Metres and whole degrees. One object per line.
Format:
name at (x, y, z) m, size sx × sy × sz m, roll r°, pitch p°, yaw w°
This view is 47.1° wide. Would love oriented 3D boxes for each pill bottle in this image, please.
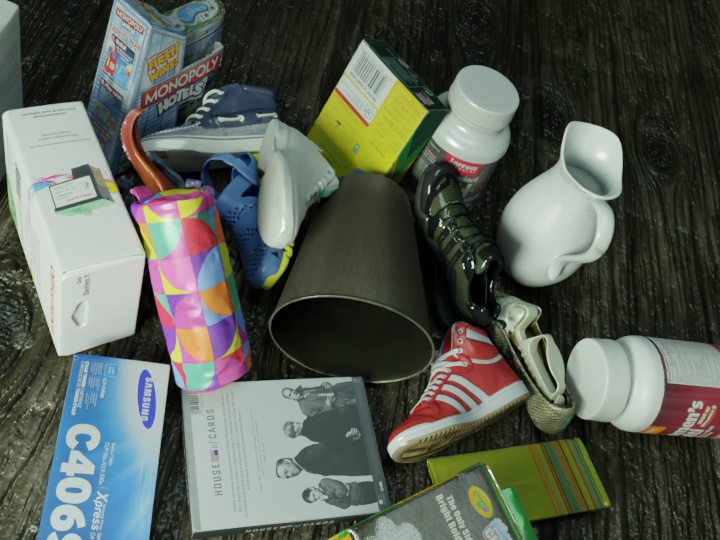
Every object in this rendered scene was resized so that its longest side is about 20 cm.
pill bottle at (0.120, -0.151, 1.031) m, size 0.108 × 0.201 × 0.112 m, roll 10°, pitch 51°, yaw -13°
pill bottle at (0.348, 0.135, 0.966) m, size 0.196 × 0.110 × 0.111 m, roll 7°, pitch 52°, yaw -16°

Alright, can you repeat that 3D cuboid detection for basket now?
basket at (0.000, 0.000, 0.922) m, size 0.177 × 0.137 × 0.203 m, roll 16°, pitch 47°, yaw -9°

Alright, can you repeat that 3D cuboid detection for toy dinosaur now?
toy dinosaur at (-0.196, -0.030, 0.856) m, size 0.104 × 0.201 × 0.183 m, roll -34°, pitch 71°, yaw -10°

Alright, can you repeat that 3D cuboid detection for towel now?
towel at (0.170, 0.231, 0.889) m, size 0.196 × 0.018 × 0.087 m, roll -2°, pitch 51°, yaw -21°

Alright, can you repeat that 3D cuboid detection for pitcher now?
pitcher at (0.243, -0.050, 1.003) m, size 0.119 × 0.201 × 0.174 m, roll 14°, pitch 51°, yaw -10°

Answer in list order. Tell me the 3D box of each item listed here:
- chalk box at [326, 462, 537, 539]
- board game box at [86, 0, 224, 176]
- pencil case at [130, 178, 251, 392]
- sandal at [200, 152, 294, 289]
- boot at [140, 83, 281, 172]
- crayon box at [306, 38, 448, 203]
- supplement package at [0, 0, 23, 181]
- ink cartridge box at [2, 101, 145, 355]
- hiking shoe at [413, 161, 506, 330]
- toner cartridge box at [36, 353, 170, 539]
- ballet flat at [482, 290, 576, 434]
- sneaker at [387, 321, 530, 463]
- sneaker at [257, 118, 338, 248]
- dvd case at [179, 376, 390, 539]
chalk box at (0.072, 0.263, 0.746) m, size 0.197 × 0.124 × 0.126 m, roll -15°, pitch 70°, yaw -31°
board game box at (-0.230, -0.235, 0.959) m, size 0.061 × 0.201 × 0.199 m, roll 40°, pitch 51°, yaw 13°
pencil case at (-0.163, 0.014, 0.804) m, size 0.087 × 0.088 × 0.204 m, roll -19°, pitch 107°, yaw -32°
sandal at (-0.134, -0.063, 0.939) m, size 0.086 × 0.080 × 0.202 m, roll 16°, pitch 38°, yaw -38°
boot at (-0.185, -0.176, 1.005) m, size 0.197 × 0.072 × 0.092 m, roll -7°, pitch 78°, yaw -36°
crayon box at (0.004, -0.160, 1.008) m, size 0.050 × 0.201 × 0.128 m, roll -15°, pitch 59°, yaw -50°
supplement package at (-0.423, -0.178, 0.842) m, size 0.115 × 0.201 × 0.118 m, roll 19°, pitch 50°, yaw -6°
ink cartridge box at (-0.290, -0.042, 0.828) m, size 0.083 × 0.146 × 0.202 m, roll -14°, pitch 61°, yaw -29°
hiking shoe at (0.126, -0.030, 0.960) m, size 0.075 × 0.100 × 0.204 m, roll -17°, pitch 96°, yaw -40°
toner cartridge box at (-0.232, 0.178, 0.754) m, size 0.093 × 0.043 × 0.203 m, roll 9°, pitch 52°, yaw -16°
ballet flat at (0.198, 0.088, 0.965) m, size 0.067 × 0.076 × 0.203 m, roll -9°, pitch 58°, yaw -25°
sneaker at (0.087, 0.127, 0.896) m, size 0.197 × 0.071 × 0.114 m, roll -15°, pitch 65°, yaw -38°
sneaker at (-0.064, -0.094, 0.906) m, size 0.087 × 0.076 × 0.202 m, roll 18°, pitch 37°, yaw -20°
dvd case at (-0.077, 0.180, 0.825) m, size 0.196 × 0.025 × 0.153 m, roll 0°, pitch 55°, yaw -20°
